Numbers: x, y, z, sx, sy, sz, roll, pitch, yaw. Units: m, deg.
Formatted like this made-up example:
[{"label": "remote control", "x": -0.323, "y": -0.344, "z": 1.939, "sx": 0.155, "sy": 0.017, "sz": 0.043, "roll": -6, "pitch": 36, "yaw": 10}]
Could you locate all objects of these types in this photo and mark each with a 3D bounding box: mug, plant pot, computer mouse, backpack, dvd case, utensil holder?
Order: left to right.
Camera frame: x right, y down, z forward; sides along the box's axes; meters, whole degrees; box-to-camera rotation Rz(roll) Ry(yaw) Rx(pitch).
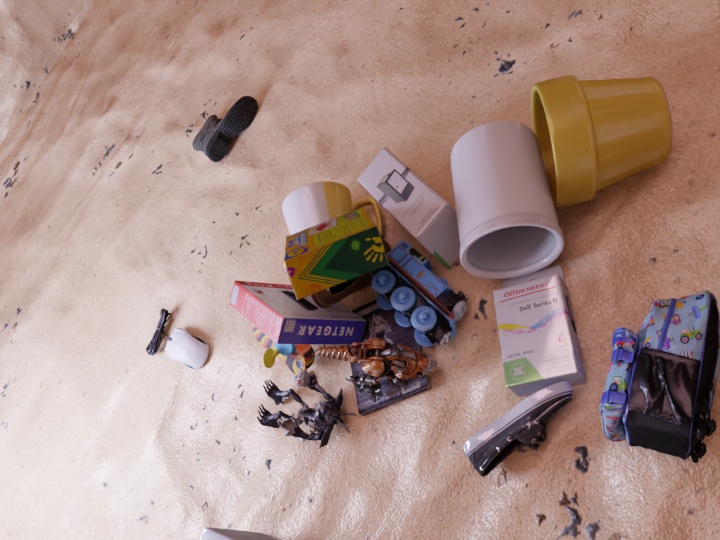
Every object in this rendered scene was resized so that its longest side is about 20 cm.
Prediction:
[{"label": "computer mouse", "x": -0.420, "y": 0.163, "z": 1.465, "sx": 0.196, "sy": 0.044, "sz": 0.112, "roll": 17, "pitch": 77, "yaw": 38}, {"label": "mug", "x": -0.062, "y": -0.080, "z": 1.284, "sx": 0.183, "sy": 0.148, "sz": 0.158, "roll": -27, "pitch": 63, "yaw": 28}, {"label": "dvd case", "x": 0.043, "y": 0.147, "z": 1.184, "sx": 0.146, "sy": 0.016, "sz": 0.205, "roll": -26, "pitch": 57, "yaw": 22}, {"label": "utensil holder", "x": 0.236, "y": -0.117, "z": 1.062, "sx": 0.166, "sy": 0.169, "sz": 0.206, "roll": -17, "pitch": 59, "yaw": 25}, {"label": "plant pot", "x": 0.385, "y": -0.219, "z": 1.029, "sx": 0.183, "sy": 0.202, "sz": 0.207, "roll": -11, "pitch": 61, "yaw": 10}, {"label": "backpack", "x": 0.403, "y": 0.127, "z": 0.850, "sx": 0.131, "sy": 0.183, "sz": 0.205, "roll": 9, "pitch": 70, "yaw": 29}]

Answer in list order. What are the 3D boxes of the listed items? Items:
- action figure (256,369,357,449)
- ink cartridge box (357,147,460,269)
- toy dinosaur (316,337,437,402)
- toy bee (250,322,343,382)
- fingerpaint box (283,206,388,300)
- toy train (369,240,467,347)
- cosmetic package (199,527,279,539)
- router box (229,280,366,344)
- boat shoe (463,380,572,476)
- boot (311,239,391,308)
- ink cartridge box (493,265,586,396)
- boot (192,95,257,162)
[{"label": "action figure", "x": -0.107, "y": 0.256, "z": 1.180, "sx": 0.195, "sy": 0.102, "sz": 0.122, "roll": -2, "pitch": 57, "yaw": 34}, {"label": "ink cartridge box", "x": 0.104, "y": -0.116, "z": 1.183, "sx": 0.084, "sy": 0.145, "sz": 0.201, "roll": -46, "pitch": 51, "yaw": 6}, {"label": "toy dinosaur", "x": 0.028, "y": 0.147, "z": 1.091, "sx": 0.196, "sy": 0.136, "sz": 0.104, "roll": 30, "pitch": 64, "yaw": -2}, {"label": "toy bee", "x": -0.134, "y": 0.159, "z": 1.234, "sx": 0.199, "sy": 0.128, "sz": 0.112, "roll": 36, "pitch": 129, "yaw": 42}, {"label": "fingerpaint box", "x": -0.047, "y": -0.034, "z": 1.119, "sx": 0.162, "sy": 0.075, "sz": 0.200, "roll": -20, "pitch": 15, "yaw": -1}, {"label": "toy train", "x": 0.103, "y": 0.043, "z": 1.141, "sx": 0.114, "sy": 0.088, "sz": 0.199, "roll": -40, "pitch": 58, "yaw": -14}, {"label": "cosmetic package", "x": -0.163, "y": 0.537, "z": 1.042, "sx": 0.195, "sy": 0.166, "sz": 0.172, "roll": 5, "pitch": 70, "yaw": 33}, {"label": "router box", "x": -0.116, "y": 0.079, "z": 1.192, "sx": 0.178, "sy": 0.196, "sz": 0.050, "roll": 29, "pitch": 106, "yaw": 44}, {"label": "boat shoe", "x": 0.247, "y": 0.245, "z": 0.973, "sx": 0.198, "sy": 0.070, "sz": 0.067, "roll": -37, "pitch": 61, "yaw": 14}, {"label": "boot", "x": 0.000, "y": 0.000, "z": 1.195, "sx": 0.199, "sy": 0.075, "sz": 0.075, "roll": -37, "pitch": 4, "yaw": -33}, {"label": "ink cartridge box", "x": 0.280, "y": 0.084, "z": 1.023, "sx": 0.114, "sy": 0.067, "sz": 0.206, "roll": -18, "pitch": 59, "yaw": 26}, {"label": "boot", "x": -0.362, "y": -0.387, "z": 1.674, "sx": 0.202, "sy": 0.067, "sz": 0.130, "roll": -52, "pitch": 45, "yaw": 0}]
